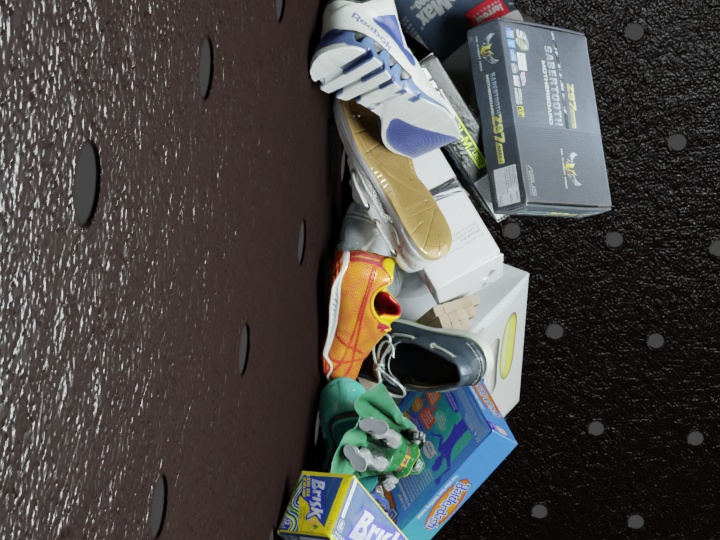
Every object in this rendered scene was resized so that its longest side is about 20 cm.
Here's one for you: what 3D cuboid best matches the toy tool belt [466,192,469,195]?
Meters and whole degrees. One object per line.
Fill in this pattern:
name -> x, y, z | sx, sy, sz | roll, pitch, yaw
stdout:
toy tool belt -> 0.083, -0.035, 2.030 | 0.125, 0.121, 0.202 | 68, 28, -74

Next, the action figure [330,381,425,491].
action figure -> 0.030, 0.188, 1.611 | 0.119, 0.054, 0.200 | -58, 159, -1

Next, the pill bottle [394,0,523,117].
pill bottle -> 0.113, -0.279, 1.744 | 0.201, 0.119, 0.120 | 54, 7, 3

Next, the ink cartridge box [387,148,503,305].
ink cartridge box -> 0.070, -0.070, 1.682 | 0.201, 0.084, 0.145 | 60, 0, 12

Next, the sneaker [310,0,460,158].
sneaker -> 0.026, -0.200, 1.470 | 0.199, 0.080, 0.116 | 37, 43, -46

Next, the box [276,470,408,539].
box -> 0.002, 0.274, 1.493 | 0.200, 0.064, 0.071 | 54, 48, -41

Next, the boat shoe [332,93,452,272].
boat shoe -> 0.017, -0.090, 1.545 | 0.069, 0.070, 0.202 | -37, -106, 48

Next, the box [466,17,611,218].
box -> 0.192, -0.159, 1.654 | 0.157, 0.051, 0.202 | 1, 79, -48

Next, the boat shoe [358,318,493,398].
boat shoe -> 0.048, 0.098, 1.662 | 0.062, 0.199, 0.076 | -23, 113, -46

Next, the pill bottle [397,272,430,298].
pill bottle -> 0.057, -0.077, 1.844 | 0.111, 0.109, 0.202 | 84, 13, -57

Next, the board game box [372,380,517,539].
board game box -> 0.073, 0.208, 1.736 | 0.200, 0.045, 0.153 | -49, -145, 17

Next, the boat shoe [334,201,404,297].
boat shoe -> 0.001, 0.000, 1.676 | 0.201, 0.069, 0.072 | 80, 34, -64

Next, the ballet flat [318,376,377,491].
ballet flat -> -0.011, 0.177, 1.673 | 0.201, 0.067, 0.071 | 88, -5, -55

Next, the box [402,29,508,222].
box -> 0.092, -0.165, 1.707 | 0.201, 0.047, 0.193 | 56, 3, -21

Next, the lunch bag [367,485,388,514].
lunch bag -> -0.018, 0.319, 1.626 | 0.160, 0.075, 0.202 | 58, 43, -72

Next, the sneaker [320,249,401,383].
sneaker -> 0.000, 0.060, 1.605 | 0.201, 0.076, 0.074 | 99, 0, -52

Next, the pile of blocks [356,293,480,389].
pile of blocks -> 0.065, 0.093, 1.741 | 0.082, 0.199, 0.063 | -9, 74, -47

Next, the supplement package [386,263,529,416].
supplement package -> 0.098, 0.105, 1.913 | 0.191, 0.146, 0.202 | -41, 142, -43
